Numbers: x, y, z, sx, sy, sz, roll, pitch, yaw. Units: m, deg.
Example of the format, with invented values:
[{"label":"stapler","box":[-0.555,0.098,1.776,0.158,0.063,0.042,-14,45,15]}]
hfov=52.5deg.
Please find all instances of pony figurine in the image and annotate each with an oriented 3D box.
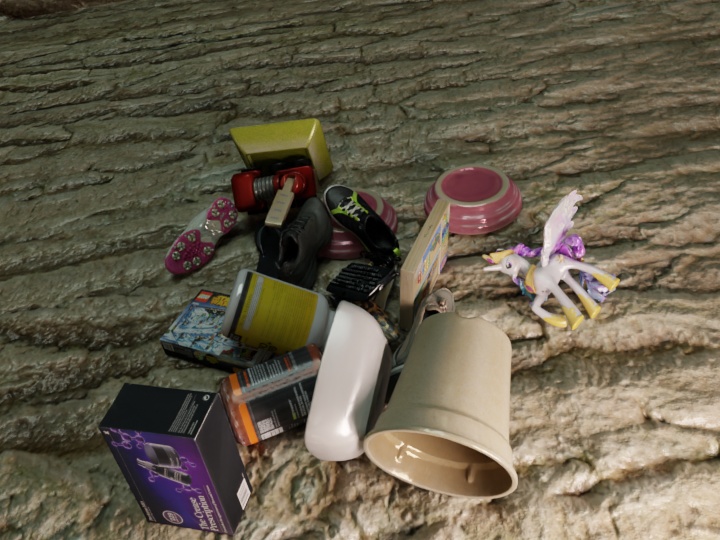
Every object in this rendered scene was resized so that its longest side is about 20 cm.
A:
[{"label":"pony figurine","box":[0.326,-0.009,1.221,0.192,0.168,0.199,-38,61,-21]}]

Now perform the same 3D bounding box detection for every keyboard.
[{"label":"keyboard","box":[0.000,0.000,1.238,0.104,0.040,0.199,-40,17,-15]}]

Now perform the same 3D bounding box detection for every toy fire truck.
[{"label":"toy fire truck","box":[-0.182,-0.150,1.467,0.171,0.133,0.200,-7,6,10]}]

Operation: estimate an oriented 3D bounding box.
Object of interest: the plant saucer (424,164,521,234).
[{"label":"plant saucer","box":[0.224,-0.152,1.464,0.195,0.052,0.203,-7,39,5]}]

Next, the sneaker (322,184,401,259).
[{"label":"sneaker","box":[0.010,-0.097,1.362,0.072,0.083,0.200,-41,78,-17]}]

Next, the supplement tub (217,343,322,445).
[{"label":"supplement tub","box":[-0.139,0.191,1.087,0.195,0.109,0.108,-19,39,-11]}]

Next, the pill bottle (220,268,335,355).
[{"label":"pill bottle","box":[-0.117,0.079,1.174,0.195,0.113,0.113,19,38,-10]}]

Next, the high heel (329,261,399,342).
[{"label":"high heel","box":[0.046,0.045,1.252,0.141,0.073,0.199,-33,35,-17]}]

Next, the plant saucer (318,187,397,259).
[{"label":"plant saucer","box":[-0.024,-0.104,1.471,0.195,0.052,0.203,-7,39,5]}]

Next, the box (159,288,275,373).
[{"label":"box","box":[-0.229,0.106,1.265,0.195,0.041,0.138,11,44,24]}]

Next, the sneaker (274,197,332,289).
[{"label":"sneaker","box":[-0.108,-0.061,1.364,0.074,0.091,0.204,-4,56,24]}]

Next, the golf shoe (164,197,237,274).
[{"label":"golf shoe","box":[-0.331,-0.063,1.487,0.090,0.076,0.201,-12,32,50]}]

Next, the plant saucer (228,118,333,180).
[{"label":"plant saucer","box":[-0.167,-0.242,1.585,0.194,0.201,0.049,-6,66,6]}]

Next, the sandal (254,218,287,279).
[{"label":"sandal","box":[-0.173,-0.047,1.439,0.074,0.044,0.202,-11,39,-2]}]

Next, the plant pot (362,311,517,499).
[{"label":"plant pot","box":[0.119,0.168,0.952,0.195,0.202,0.187,6,56,19]}]

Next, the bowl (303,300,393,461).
[{"label":"bowl","box":[-0.006,0.160,1.000,0.073,0.200,0.205,10,71,10]}]

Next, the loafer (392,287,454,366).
[{"label":"loafer","box":[0.115,0.093,1.170,0.071,0.063,0.201,35,47,0]}]

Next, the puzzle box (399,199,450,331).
[{"label":"puzzle box","box":[0.112,-0.011,1.261,0.025,0.135,0.202,14,45,17]}]

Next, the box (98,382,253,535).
[{"label":"box","box":[-0.237,0.250,0.960,0.137,0.204,0.080,4,39,18]}]

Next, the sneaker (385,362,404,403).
[{"label":"sneaker","box":[0.121,0.190,1.061,0.194,0.076,0.117,-8,41,1]}]
